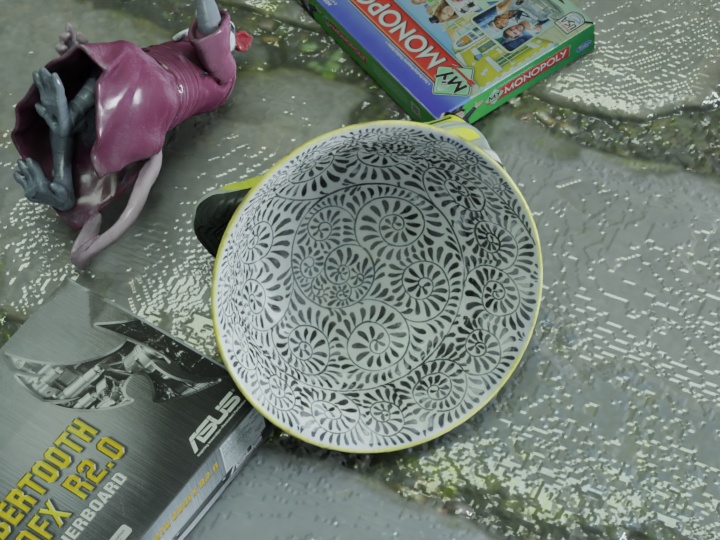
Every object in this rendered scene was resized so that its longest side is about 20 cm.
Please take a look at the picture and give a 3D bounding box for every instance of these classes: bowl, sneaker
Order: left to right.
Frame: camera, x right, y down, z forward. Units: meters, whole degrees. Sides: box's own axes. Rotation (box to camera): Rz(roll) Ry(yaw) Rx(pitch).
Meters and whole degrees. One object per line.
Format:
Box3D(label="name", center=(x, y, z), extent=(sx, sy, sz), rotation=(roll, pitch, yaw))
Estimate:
Box3D(label="sneaker", center=(-0.010, -0.049, 1.371), extent=(0.200, 0.075, 0.076), rotation=(-10, 41, -10))
Box3D(label="bowl", center=(0.000, 0.000, 1.286), extent=(0.201, 0.201, 0.094), rotation=(-22, 19, -9))

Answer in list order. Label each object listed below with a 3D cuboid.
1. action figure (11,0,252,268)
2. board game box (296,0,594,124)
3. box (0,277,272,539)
Box3D(label="action figure", center=(-0.128, -0.115, 1.393), extent=(0.200, 0.134, 0.149), rotation=(-31, 92, -46))
Box3D(label="board game box", center=(0.047, -0.187, 1.479), extent=(0.135, 0.029, 0.200), rotation=(-32, 58, -17))
Box3D(label="box", center=(-0.173, 0.117, 1.274), extent=(0.158, 0.048, 0.200), rotation=(29, 62, 23))
